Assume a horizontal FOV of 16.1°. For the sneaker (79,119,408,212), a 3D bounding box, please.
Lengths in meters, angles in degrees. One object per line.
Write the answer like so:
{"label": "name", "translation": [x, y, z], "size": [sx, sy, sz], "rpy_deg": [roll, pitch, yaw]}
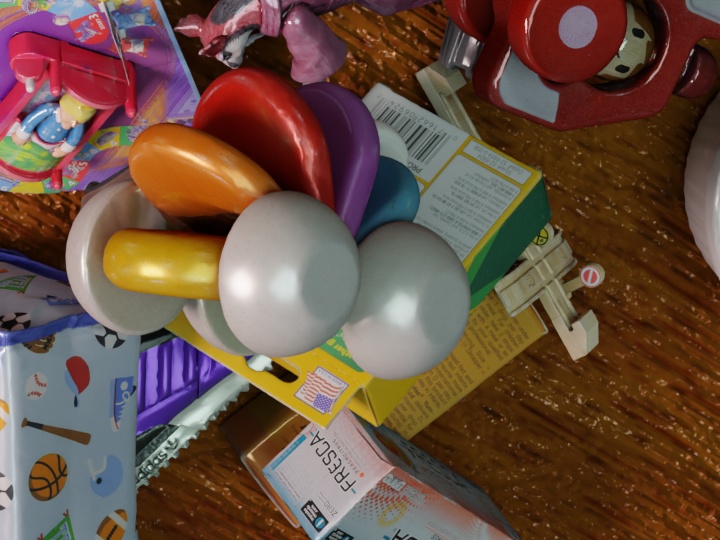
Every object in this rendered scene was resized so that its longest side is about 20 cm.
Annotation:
{"label": "sneaker", "translation": [-0.073, -0.057, 1.445], "size": [0.200, 0.082, 0.077], "rpy_deg": [-16, 132, 3]}

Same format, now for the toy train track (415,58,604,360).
{"label": "toy train track", "translation": [0.098, -0.041, 1.544], "size": [0.033, 0.115, 0.200], "rpy_deg": [-28, 94, 29]}

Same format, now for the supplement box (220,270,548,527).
{"label": "supplement box", "translation": [0.015, 0.067, 1.562], "size": [0.200, 0.067, 0.069], "rpy_deg": [-39, 111, -2]}

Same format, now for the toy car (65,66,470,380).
{"label": "toy car", "translation": [-0.043, -0.029, 1.329], "size": [0.200, 0.175, 0.150], "rpy_deg": [13, 85, -47]}

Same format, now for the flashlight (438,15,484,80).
{"label": "flashlight", "translation": [0.097, -0.213, 1.516], "size": [0.068, 0.068, 0.200], "rpy_deg": [0, 112, -51]}

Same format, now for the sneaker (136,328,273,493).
{"label": "sneaker", "translation": [-0.116, 0.041, 1.517], "size": [0.200, 0.070, 0.100], "rpy_deg": [-46, 109, -1]}

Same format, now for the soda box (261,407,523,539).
{"label": "soda box", "translation": [0.025, 0.147, 1.532], "size": [0.068, 0.064, 0.200], "rpy_deg": [-44, 145, 6]}

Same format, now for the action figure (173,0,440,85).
{"label": "action figure", "translation": [-0.017, -0.170, 1.441], "size": [0.200, 0.149, 0.134], "rpy_deg": [-36, 86, -34]}

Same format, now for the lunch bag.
{"label": "lunch bag", "translation": [-0.216, 0.080, 1.442], "size": [0.124, 0.200, 0.170], "rpy_deg": [-11, 109, -44]}

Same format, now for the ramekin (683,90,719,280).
{"label": "ramekin", "translation": [0.296, -0.052, 1.594], "size": [0.202, 0.094, 0.203], "rpy_deg": [-4, 104, -15]}

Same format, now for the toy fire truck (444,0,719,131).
{"label": "toy fire truck", "translation": [0.154, -0.170, 1.449], "size": [0.168, 0.112, 0.200], "rpy_deg": [18, 99, -28]}

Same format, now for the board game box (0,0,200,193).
{"label": "board game box", "translation": [-0.173, -0.088, 1.419], "size": [0.158, 0.039, 0.200], "rpy_deg": [-12, 146, 5]}

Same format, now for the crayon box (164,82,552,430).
{"label": "crayon box", "translation": [0.000, 0.000, 1.463], "size": [0.200, 0.126, 0.052], "rpy_deg": [-49, 151, -19]}
